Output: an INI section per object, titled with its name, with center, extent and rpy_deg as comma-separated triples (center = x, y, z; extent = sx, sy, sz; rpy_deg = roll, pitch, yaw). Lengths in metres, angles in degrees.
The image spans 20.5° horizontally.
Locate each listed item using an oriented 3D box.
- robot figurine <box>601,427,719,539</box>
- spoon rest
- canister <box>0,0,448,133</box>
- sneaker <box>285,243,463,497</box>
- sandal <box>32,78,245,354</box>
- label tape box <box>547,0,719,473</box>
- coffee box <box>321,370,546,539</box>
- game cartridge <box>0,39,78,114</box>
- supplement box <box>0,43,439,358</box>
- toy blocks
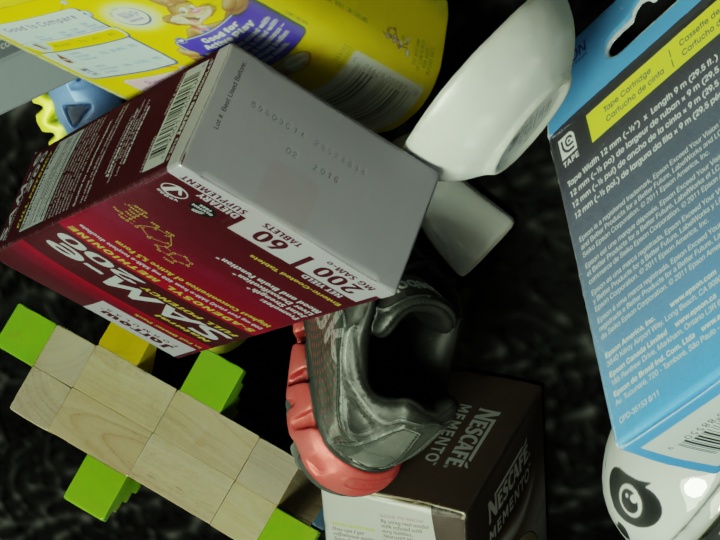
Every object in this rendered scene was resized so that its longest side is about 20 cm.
[robot figurine]
center = 0.205, 0.114, 0.899
extent = 0.200, 0.125, 0.150
rpy_deg = 35, 125, 4
[spoon rest]
center = 0.046, -0.061, 0.872
extent = 0.061, 0.099, 0.200
rpy_deg = 40, 161, 11
[canister]
center = -0.078, -0.120, 0.821
extent = 0.148, 0.087, 0.200
rpy_deg = -5, 159, 41
[sneaker]
center = 0.000, 0.000, 0.931
extent = 0.098, 0.071, 0.201
rpy_deg = -29, 67, 50
[sandal]
center = -0.087, -0.053, 0.994
extent = 0.087, 0.080, 0.200
rpy_deg = -19, 118, 34
[label tape box]
center = 0.154, -0.038, 0.827
extent = 0.066, 0.200, 0.143
rpy_deg = 18, 139, -31
[coffee box]
center = 0.044, 0.163, 1.034
extent = 0.080, 0.113, 0.200
rpy_deg = 10, 125, 23
[game cartridge]
center = -0.141, -0.151, 0.881
extent = 0.042, 0.200, 0.133
rpy_deg = 18, 130, 50
[supplement box]
center = -0.069, -0.023, 0.856
extent = 0.109, 0.061, 0.200
rpy_deg = 31, 157, -22
[toy blocks]
center = -0.089, 0.098, 1.056
extent = 0.200, 0.100, 0.137
rpy_deg = 28, 173, 18
